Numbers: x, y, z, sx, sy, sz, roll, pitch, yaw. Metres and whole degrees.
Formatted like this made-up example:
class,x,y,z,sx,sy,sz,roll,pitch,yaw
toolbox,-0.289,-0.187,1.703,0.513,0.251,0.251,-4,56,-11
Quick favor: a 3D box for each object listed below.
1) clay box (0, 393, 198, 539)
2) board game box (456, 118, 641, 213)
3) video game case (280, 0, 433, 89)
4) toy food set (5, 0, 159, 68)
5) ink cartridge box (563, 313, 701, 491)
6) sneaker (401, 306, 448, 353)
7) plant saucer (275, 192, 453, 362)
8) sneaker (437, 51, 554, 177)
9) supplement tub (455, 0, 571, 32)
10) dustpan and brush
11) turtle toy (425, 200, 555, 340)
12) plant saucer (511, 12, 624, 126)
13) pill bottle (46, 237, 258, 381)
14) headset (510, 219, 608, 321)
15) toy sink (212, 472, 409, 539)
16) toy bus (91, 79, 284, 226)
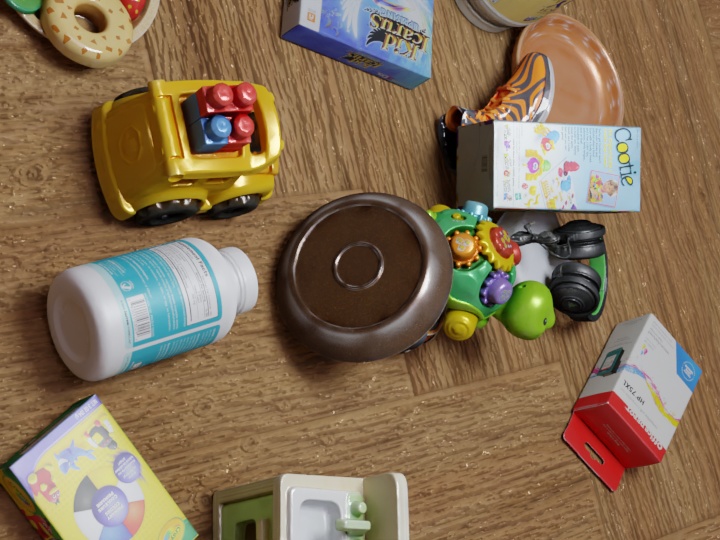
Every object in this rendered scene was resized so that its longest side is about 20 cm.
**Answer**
class,x,y,z,sx,sy,sz,roll,pitch,yaw
clay box,-0.241,0.233,1.295,0.115,0.047,0.201,-43,102,-37
board game box,0.226,-0.122,1.642,0.198,0.103,0.106,1,90,-21
video game case,0.002,-0.338,1.659,0.199,0.045,0.183,16,68,-33
toy food set,-0.295,-0.322,1.425,0.198,0.049,0.201,45,55,-17
ink cartridge box,0.350,0.170,1.751,0.116,0.067,0.201,46,55,-17
sneaker,0.040,0.058,1.543,0.199,0.078,0.080,-30,89,-41
plant saucer,0.000,0.000,1.474,0.032,0.198,0.202,60,34,-63
sneaker,0.167,-0.198,1.702,0.111,0.077,0.202,27,76,-26
supplement tub,0.221,-0.400,1.744,0.144,0.199,0.147,12,69,-33
dustpan and brush,0.183,0.001,1.694,0.200,0.057,0.141,-38,112,-45
turtle toy,0.139,0.004,1.548,0.200,0.101,0.146,49,33,-18
plant saucer,0.274,-0.247,1.843,0.199,0.037,0.202,13,68,-35
pill bottle,-0.200,0.032,1.349,0.199,0.110,0.112,-16,86,-40
headset,0.256,-0.009,1.695,0.200,0.093,0.125,36,58,-59
toy sink,-0.055,0.270,1.327,0.111,0.199,0.132,10,71,-35
toy bus,-0.146,-0.139,1.392,0.199,0.191,0.137,-6,78,-40
